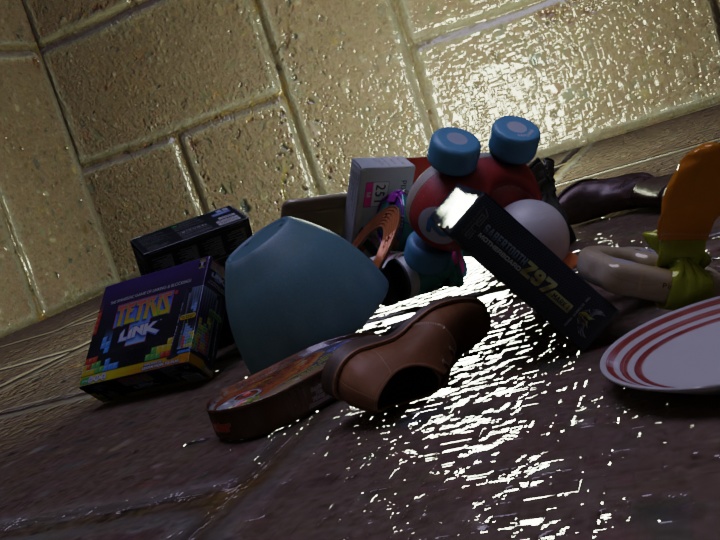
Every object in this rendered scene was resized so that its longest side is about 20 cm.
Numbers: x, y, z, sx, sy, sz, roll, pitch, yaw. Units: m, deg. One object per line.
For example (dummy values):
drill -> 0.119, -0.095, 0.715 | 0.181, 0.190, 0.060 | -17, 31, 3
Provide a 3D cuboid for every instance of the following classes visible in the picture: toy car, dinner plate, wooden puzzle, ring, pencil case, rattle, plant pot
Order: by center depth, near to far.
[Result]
dinner plate -> 0.265, 0.049, 0.618 | 0.198, 0.024, 0.200 | -17, 7, 2
rattle -> 0.259, -0.043, 0.815 | 0.129, 0.144, 0.200 | -6, 10, 14
toy car -> 0.168, -0.047, 1.058 | 0.176, 0.185, 0.200 | -14, 45, -27
plant pot -> -0.084, 0.017, 1.070 | 0.199, 0.135, 0.200 | -32, 16, 10
ring -> 0.000, 0.000, 1.235 | 0.201, 0.019, 0.201 | -52, 16, 22
pencil case -> 0.128, -0.069, 1.325 | 0.198, 0.093, 0.085 | 3, 20, -22
wooden puzzle -> -0.048, -0.043, 1.410 | 0.184, 0.201, 0.037 | -10, 41, -27

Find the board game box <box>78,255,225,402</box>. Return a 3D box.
board game box -> -0.282, 0.082, 1.237 | 0.199, 0.167, 0.057 | -15, -37, 27

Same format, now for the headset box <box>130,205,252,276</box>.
headset box -> -0.244, 0.025, 1.414 | 0.173, 0.202, 0.093 | -22, 24, -20

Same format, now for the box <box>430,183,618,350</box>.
box -> 0.145, -0.011, 0.843 | 0.051, 0.157, 0.200 | -49, 4, 6

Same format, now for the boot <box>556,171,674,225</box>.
boot -> 0.400, -0.108, 1.327 | 0.185, 0.065, 0.200 | -22, 12, -10

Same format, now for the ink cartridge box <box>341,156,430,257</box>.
ink cartridge box -> 0.058, -0.075, 1.380 | 0.172, 0.202, 0.044 | -5, 30, -25

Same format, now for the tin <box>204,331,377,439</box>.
tin -> -0.061, 0.114, 0.900 | 0.199, 0.042, 0.112 | -24, 5, -36

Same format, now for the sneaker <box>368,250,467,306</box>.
sneaker -> 0.084, -0.007, 1.246 | 0.120, 0.084, 0.200 | -18, 5, -15

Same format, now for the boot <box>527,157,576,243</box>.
boot -> 0.234, -0.081, 1.231 | 0.067, 0.132, 0.200 | -14, 9, 30

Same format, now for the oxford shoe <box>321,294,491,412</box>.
oxford shoe -> 0.061, 0.081, 0.807 | 0.199, 0.072, 0.071 | -24, 37, -39

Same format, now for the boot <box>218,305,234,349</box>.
boot -> -0.139, 0.033, 1.291 | 0.211, 0.080, 0.157 | -45, -14, 30
